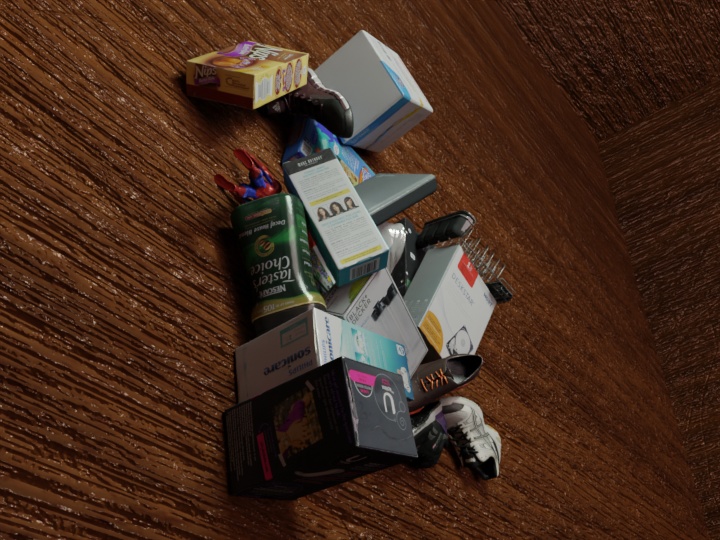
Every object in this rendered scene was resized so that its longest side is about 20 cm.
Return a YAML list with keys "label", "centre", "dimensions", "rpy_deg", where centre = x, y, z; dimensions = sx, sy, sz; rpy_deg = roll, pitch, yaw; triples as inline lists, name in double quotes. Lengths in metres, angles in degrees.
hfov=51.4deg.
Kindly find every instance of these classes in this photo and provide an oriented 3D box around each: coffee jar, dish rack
- label: "coffee jar"
  centre: [-0.110, 0.003, 1.026]
  dimensions: [0.085, 0.103, 0.203]
  rpy_deg: [53, 21, -73]
- label: "dish rack"
  centre: [0.207, -0.015, 1.435]
  dimensions: [0.200, 0.153, 0.055]
  rpy_deg: [47, 66, -15]

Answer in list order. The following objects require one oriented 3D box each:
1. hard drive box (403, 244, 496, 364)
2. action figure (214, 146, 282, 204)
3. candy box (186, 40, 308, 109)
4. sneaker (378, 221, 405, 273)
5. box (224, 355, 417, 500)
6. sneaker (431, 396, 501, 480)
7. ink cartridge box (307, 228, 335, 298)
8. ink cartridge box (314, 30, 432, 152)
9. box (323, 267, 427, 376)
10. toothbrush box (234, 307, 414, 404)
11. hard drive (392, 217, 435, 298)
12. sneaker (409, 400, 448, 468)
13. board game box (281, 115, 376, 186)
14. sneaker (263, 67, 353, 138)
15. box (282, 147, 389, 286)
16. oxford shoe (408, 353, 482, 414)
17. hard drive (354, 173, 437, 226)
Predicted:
- label: "hard drive box"
  centre: [0.151, 0.081, 1.356]
  dimensions: [0.156, 0.076, 0.201]
  rpy_deg: [51, 50, -28]
- label: "action figure"
  centre: [-0.169, -0.136, 1.065]
  dimensions: [0.099, 0.065, 0.200]
  rpy_deg: [41, 0, 12]
- label: "candy box"
  centre: [-0.171, -0.307, 1.166]
  dimensions: [0.200, 0.115, 0.057]
  rpy_deg: [-51, 152, -57]
- label: "sneaker"
  centre: [0.012, 0.016, 1.216]
  dimensions: [0.079, 0.070, 0.204]
  rpy_deg: [11, 91, -21]
- label: "box"
  centre: [-0.051, 0.192, 0.885]
  dimensions: [0.122, 0.198, 0.107]
  rpy_deg: [24, 48, -48]
- label: "sneaker"
  centre: [0.193, 0.298, 1.319]
  dimensions: [0.200, 0.075, 0.088]
  rpy_deg: [43, 35, -32]
- label: "ink cartridge box"
  centre: [-0.088, -0.018, 1.141]
  dimensions: [0.202, 0.050, 0.109]
  rpy_deg: [61, 30, -6]
- label: "ink cartridge box"
  centre: [0.022, -0.332, 1.424]
  dimensions: [0.148, 0.145, 0.200]
  rpy_deg: [58, 20, 9]
- label: "box"
  centre: [0.020, 0.092, 1.127]
  dimensions: [0.117, 0.060, 0.201]
  rpy_deg: [-52, 132, -30]
- label: "toothbrush box"
  centre: [-0.046, 0.139, 0.991]
  dimensions: [0.199, 0.145, 0.086]
  rpy_deg: [24, 46, -47]
- label: "hard drive"
  centre: [0.114, 0.013, 1.456]
  dimensions: [0.139, 0.038, 0.202]
  rpy_deg: [40, 37, -36]
- label: "sneaker"
  centre: [0.095, 0.277, 1.186]
  dimensions: [0.199, 0.075, 0.089]
  rpy_deg: [-16, 86, -61]
- label: "board game box"
  centre: [-0.049, -0.179, 1.336]
  dimensions: [0.200, 0.045, 0.153]
  rpy_deg: [45, 34, -29]
- label: "sneaker"
  centre: [-0.098, -0.268, 1.254]
  dimensions: [0.114, 0.077, 0.200]
  rpy_deg: [-19, 42, -23]
- label: "box"
  centre: [-0.039, -0.081, 1.085]
  dimensions: [0.049, 0.081, 0.202]
  rpy_deg: [96, -30, -58]
- label: "oxford shoe"
  centre: [0.112, 0.178, 1.215]
  dimensions: [0.198, 0.073, 0.072]
  rpy_deg: [-22, 75, -27]
- label: "hard drive"
  centre: [0.014, -0.110, 1.224]
  dimensions: [0.199, 0.138, 0.033]
  rpy_deg: [-32, 117, -38]
